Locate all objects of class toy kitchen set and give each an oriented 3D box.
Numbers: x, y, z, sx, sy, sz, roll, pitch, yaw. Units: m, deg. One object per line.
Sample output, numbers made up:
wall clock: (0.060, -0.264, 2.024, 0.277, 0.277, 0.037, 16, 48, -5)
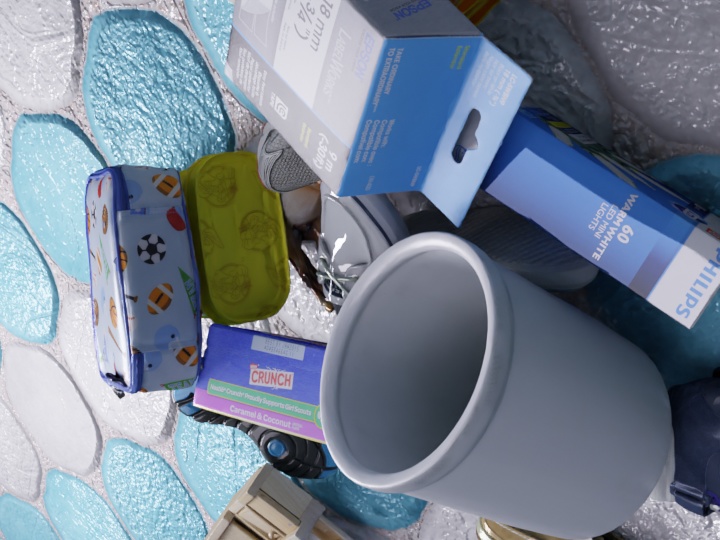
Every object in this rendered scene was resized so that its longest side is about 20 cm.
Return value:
toy kitchen set: (-0.104, 0.345, 1.041, 0.162, 0.181, 0.200, 36, 152, -1)

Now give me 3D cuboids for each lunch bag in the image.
lunch bag: (-0.197, 0.011, 0.832, 0.159, 0.074, 0.204, 5, 98, 61)

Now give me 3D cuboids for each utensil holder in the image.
utensil holder: (0.096, 0.090, 0.667, 0.198, 0.173, 0.169, 26, 149, -35)

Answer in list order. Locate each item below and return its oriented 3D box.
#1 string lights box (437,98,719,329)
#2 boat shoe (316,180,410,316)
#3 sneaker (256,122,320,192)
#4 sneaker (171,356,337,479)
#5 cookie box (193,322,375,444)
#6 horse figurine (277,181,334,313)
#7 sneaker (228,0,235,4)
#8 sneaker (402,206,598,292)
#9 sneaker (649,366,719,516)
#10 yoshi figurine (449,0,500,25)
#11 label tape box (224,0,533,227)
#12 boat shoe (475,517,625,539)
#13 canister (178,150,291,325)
string lights box: (0.161, -0.048, 0.651, 0.199, 0.102, 0.060, 36, 111, 17)
boat shoe: (0.000, 0.000, 0.742, 0.073, 0.067, 0.201, 33, 160, 33)
sneaker: (0.001, -0.104, 0.726, 0.198, 0.078, 0.084, -22, 56, 28)
sneaker: (-0.104, 0.151, 1.032, 0.198, 0.082, 0.074, 32, 106, -2)
cookie box: (-0.015, 0.104, 0.827, 0.169, 0.199, 0.077, 9, 85, 36)
horse figurine: (-0.038, -0.051, 0.856, 0.133, 0.049, 0.201, 49, 142, 21)
sneaker: (-0.064, -0.199, 0.776, 0.197, 0.070, 0.095, 24, 124, 23)
sneaker: (0.109, 0.000, 0.760, 0.198, 0.074, 0.083, 12, 138, 46)
sneaker: (0.289, 0.169, 0.708, 0.146, 0.080, 0.202, -20, 105, 53)
yoshi figurine: (0.012, -0.252, 0.659, 0.201, 0.111, 0.112, 53, 143, 5)
label tape box: (0.000, -0.127, 0.615, 0.200, 0.063, 0.145, 48, 147, 19)
boat shoe: (0.199, 0.243, 0.839, 0.197, 0.071, 0.078, 19, 113, 21)
canister: (-0.155, -0.025, 0.908, 0.199, 0.085, 0.152, -4, 94, 56)
